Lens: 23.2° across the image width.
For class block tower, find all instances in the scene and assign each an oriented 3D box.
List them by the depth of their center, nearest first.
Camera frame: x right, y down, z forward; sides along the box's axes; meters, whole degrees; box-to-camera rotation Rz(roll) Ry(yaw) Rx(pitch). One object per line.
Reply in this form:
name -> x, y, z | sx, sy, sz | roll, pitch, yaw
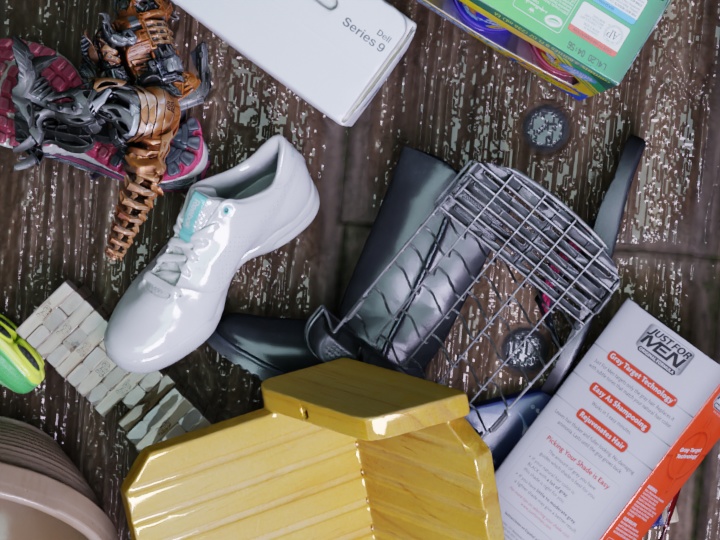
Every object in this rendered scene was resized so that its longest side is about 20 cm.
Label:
block tower -> -0.161, 0.093, 1.295 | 0.054, 0.058, 0.200 | -45, 95, 2

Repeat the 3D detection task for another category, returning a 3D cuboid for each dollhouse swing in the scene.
dollhouse swing -> -0.029, 0.186, 1.150 | 0.175, 0.181, 0.201 | -22, 111, -35

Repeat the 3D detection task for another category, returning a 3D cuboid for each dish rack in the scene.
dish rack -> 0.075, 0.026, 1.224 | 0.153, 0.055, 0.200 | 38, 101, -11

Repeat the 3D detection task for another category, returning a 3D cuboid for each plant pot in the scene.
plant pot -> -0.268, 0.167, 1.257 | 0.200, 0.201, 0.093 | 4, 54, -1

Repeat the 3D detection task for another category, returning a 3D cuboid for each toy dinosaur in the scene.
toy dinosaur -> -0.168, -0.113, 1.194 | 0.135, 0.102, 0.201 | 1, 54, -10

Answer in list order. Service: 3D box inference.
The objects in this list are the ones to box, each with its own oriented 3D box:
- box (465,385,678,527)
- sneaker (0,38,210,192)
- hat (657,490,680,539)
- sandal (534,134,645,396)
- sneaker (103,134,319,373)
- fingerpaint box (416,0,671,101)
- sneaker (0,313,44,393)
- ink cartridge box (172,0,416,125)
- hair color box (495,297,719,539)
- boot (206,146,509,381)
box -> 0.127, 0.151, 1.312 | 0.199, 0.032, 0.122 | -14, 94, 1
sneaker -> -0.205, -0.103, 1.277 | 0.199, 0.075, 0.081 | 24, 79, 11
hat -> 0.234, 0.244, 1.312 | 0.165, 0.200, 0.177 | 27, 49, -20
sandal -> 0.160, -0.007, 1.285 | 0.045, 0.075, 0.201 | 17, 86, 5
sneaker -> -0.115, -0.019, 1.245 | 0.075, 0.089, 0.200 | 33, 71, 26
fingerpaint box -> 0.099, -0.201, 1.221 | 0.200, 0.167, 0.074 | 31, 91, -3
sneaker -> -0.323, 0.051, 1.284 | 0.199, 0.074, 0.084 | 21, 91, 8
ink cartridge box -> -0.042, -0.173, 1.205 | 0.145, 0.200, 0.088 | 35, 93, -3
hair color box -> 0.173, 0.132, 1.241 | 0.101, 0.061, 0.200 | 39, 93, 35
boot -> 0.001, 0.000, 1.282 | 0.164, 0.066, 0.201 | 26, 97, -12
